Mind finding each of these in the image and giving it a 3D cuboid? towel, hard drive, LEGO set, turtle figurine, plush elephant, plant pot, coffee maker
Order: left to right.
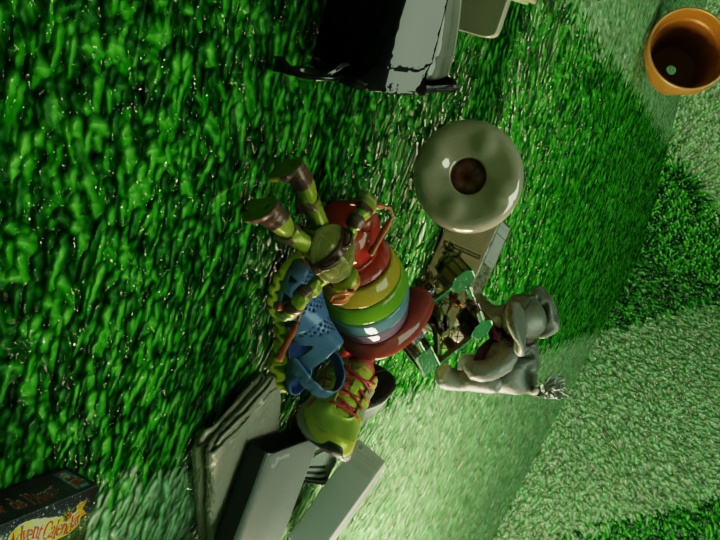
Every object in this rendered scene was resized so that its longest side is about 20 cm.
[{"bbox_3d":[-0.138,0.218,1.097,0.133,0.034,0.202,-45,151,-44],"label":"towel"},{"bbox_3d":[-0.117,0.280,1.121,0.139,0.032,0.203,0,111,-68],"label":"hard drive"},{"bbox_3d":[-0.046,-0.019,0.971,0.201,0.064,0.162,-50,127,-14],"label":"turtle figurine"},{"bbox_3d":[0.032,-0.270,0.893,0.191,0.133,0.203,-30,137,-57],"label":"coffee maker"},{"bbox_3d":[0.084,0.037,1.327,0.153,0.116,0.200,-41,145,1],"label":"LEGO set"},{"bbox_3d":[0.217,0.100,1.467,0.164,0.197,0.158,-4,99,-60],"label":"plush elephant"},{"bbox_3d":[0.786,-0.517,2.429,0.183,0.197,0.203,57,57,-83],"label":"plant pot"}]

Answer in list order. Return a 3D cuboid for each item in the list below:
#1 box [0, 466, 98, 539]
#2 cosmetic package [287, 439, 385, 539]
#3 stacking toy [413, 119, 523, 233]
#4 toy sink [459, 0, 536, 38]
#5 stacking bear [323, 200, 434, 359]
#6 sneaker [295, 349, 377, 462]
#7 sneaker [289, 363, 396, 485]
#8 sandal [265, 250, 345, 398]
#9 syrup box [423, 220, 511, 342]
[{"bbox_3d":[-0.290,0.241,0.743,0.199,0.037,0.139,-11,121,-66],"label":"box"},{"bbox_3d":[-0.033,0.317,1.332,0.151,0.051,0.200,-50,170,-15],"label":"cosmetic package"},{"bbox_3d":[0.149,-0.123,1.368,0.200,0.144,0.148,-1,113,-84],"label":"stacking toy"},{"bbox_3d":[0.135,-0.357,1.063,0.112,0.129,0.203,-9,119,-66],"label":"toy sink"},{"bbox_3d":[0.000,0.000,1.128,0.115,0.120,0.201,-62,150,-32],"label":"stacking bear"},{"bbox_3d":[-0.020,0.146,1.176,0.091,0.078,0.201,-52,-167,21],"label":"sneaker"},{"bbox_3d":[-0.034,0.205,1.307,0.200,0.075,0.117,-31,148,-45],"label":"sneaker"},{"bbox_3d":[-0.053,0.063,1.081,0.079,0.086,0.203,-44,147,-42],"label":"sandal"},{"bbox_3d":[0.152,0.003,1.520,0.203,0.081,0.079,-66,157,0],"label":"syrup box"}]
